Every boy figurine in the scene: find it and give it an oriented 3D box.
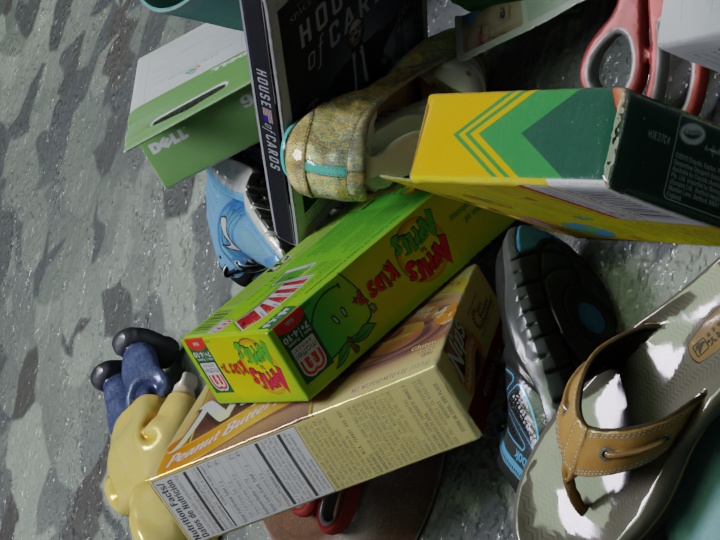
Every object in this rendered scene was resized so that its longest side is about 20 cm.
[{"bbox_3d":[-0.150,0.131,1.339,0.125,0.064,0.200,-55,37,28],"label":"boy figurine"}]

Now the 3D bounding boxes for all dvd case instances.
[{"bbox_3d":[-0.010,-0.130,1.066,0.025,0.201,0.150,27,57,23],"label":"dvd case"}]

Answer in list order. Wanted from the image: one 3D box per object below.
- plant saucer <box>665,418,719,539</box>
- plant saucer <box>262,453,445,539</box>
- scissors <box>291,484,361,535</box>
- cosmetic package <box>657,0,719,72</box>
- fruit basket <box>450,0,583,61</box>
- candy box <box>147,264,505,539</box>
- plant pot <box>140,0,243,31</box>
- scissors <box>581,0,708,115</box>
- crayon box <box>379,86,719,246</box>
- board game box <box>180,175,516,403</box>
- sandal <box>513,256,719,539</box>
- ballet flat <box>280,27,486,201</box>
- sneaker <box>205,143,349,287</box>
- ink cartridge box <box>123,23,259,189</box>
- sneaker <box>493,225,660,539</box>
[{"bbox_3d":[0.202,0.098,0.826,0.200,0.036,0.201,-29,54,49],"label":"plant saucer"},{"bbox_3d":[-0.016,0.111,1.164,0.200,0.037,0.202,-28,55,50],"label":"plant saucer"},{"bbox_3d":[-0.010,0.064,1.131,0.073,0.014,0.201,-4,72,58],"label":"scissors"},{"bbox_3d":[0.251,-0.188,0.792,0.200,0.122,0.201,-4,74,56],"label":"cosmetic package"},{"bbox_3d":[0.121,-0.237,1.045,0.200,0.093,0.186,-27,55,46],"label":"fruit basket"},{"bbox_3d":[-0.015,0.078,1.043,0.199,0.055,0.116,-24,19,26],"label":"candy box"},{"bbox_3d":[-0.042,-0.250,1.239,0.200,0.160,0.202,-28,54,49],"label":"plant pot"},{"bbox_3d":[0.157,-0.175,0.954,0.073,0.014,0.201,13,104,35],"label":"scissors"},{"bbox_3d":[0.115,-0.053,0.940,0.200,0.126,0.051,6,81,57],"label":"crayon box"},{"bbox_3d":[0.000,0.000,1.059,0.200,0.048,0.101,-40,18,-29],"label":"board game box"},{"bbox_3d":[0.132,0.064,0.849,0.200,0.054,0.082,-50,49,25],"label":"sandal"},{"bbox_3d":[0.035,-0.090,1.072,0.070,0.200,0.071,19,123,31],"label":"ballet flat"},{"bbox_3d":[-0.060,-0.025,1.275,0.200,0.078,0.090,-130,47,-61],"label":"sneaker"},{"bbox_3d":[-0.104,-0.119,1.275,0.103,0.059,0.200,-26,23,8],"label":"ink cartridge box"},{"bbox_3d":[0.096,0.067,0.969,0.082,0.073,0.201,-43,43,40],"label":"sneaker"}]
